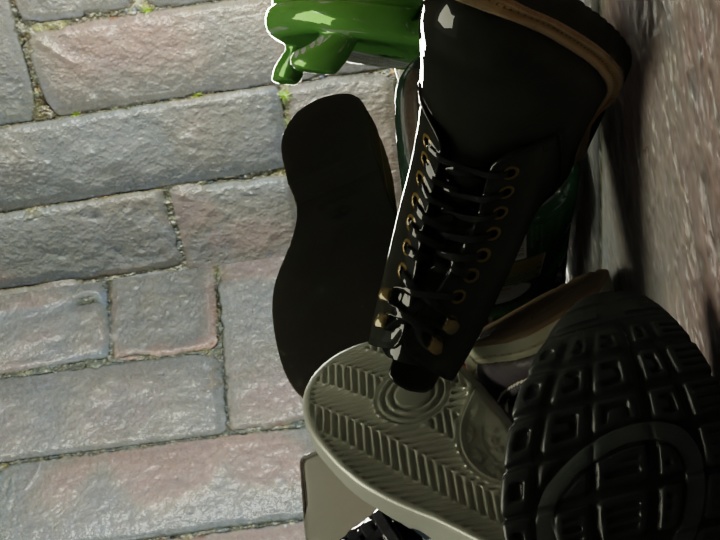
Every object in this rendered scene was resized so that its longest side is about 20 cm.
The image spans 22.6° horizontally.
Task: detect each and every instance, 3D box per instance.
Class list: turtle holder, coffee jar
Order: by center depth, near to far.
[{"bbox_3d":[0.065,-0.027,0.922,0.200,0.085,0.104,82,180,-67],"label":"coffee jar"},{"bbox_3d":[0.022,-0.159,0.930,0.186,0.141,0.132,8,-90,-85],"label":"turtle holder"}]

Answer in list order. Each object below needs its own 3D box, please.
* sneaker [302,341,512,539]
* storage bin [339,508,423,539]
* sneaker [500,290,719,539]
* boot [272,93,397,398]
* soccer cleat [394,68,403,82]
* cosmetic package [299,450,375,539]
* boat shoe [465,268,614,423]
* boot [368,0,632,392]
[{"bbox_3d":[0.053,0.103,0.751,0.200,0.075,0.085,35,157,41],"label":"sneaker"},{"bbox_3d":[0.044,0.214,0.768,0.200,0.094,0.135,51,-178,31],"label":"storage bin"},{"bbox_3d":[0.089,0.106,0.586,0.091,0.076,0.200,-11,-84,-82],"label":"sneaker"},{"bbox_3d":[0.000,0.000,0.941,0.075,0.074,0.200,57,-156,-43],"label":"boot"},{"bbox_3d":[0.060,-0.181,1.269,0.078,0.069,0.200,74,-166,-51],"label":"soccer cleat"},{"bbox_3d":[0.055,0.184,1.153,0.200,0.087,0.103,37,-144,-46],"label":"cosmetic package"},{"bbox_3d":[0.086,0.046,0.806,0.065,0.072,0.200,63,174,5],"label":"boat shoe"},{"bbox_3d":[0.040,-0.026,0.669,0.138,0.077,0.200,-64,-17,-5],"label":"boot"}]
